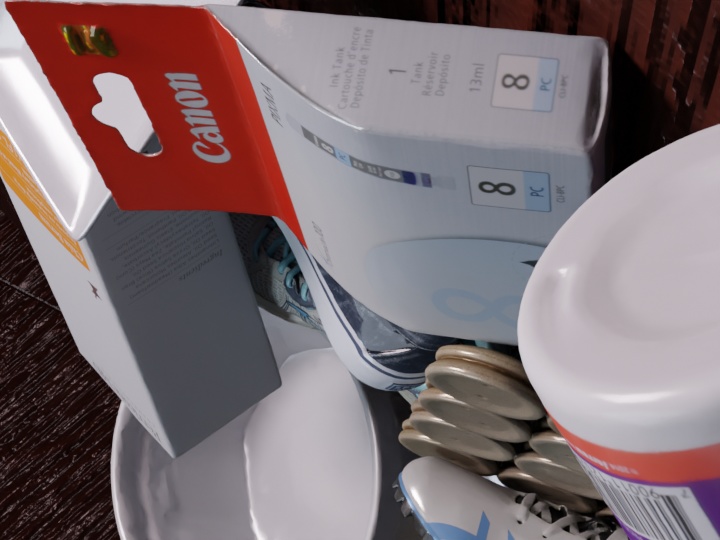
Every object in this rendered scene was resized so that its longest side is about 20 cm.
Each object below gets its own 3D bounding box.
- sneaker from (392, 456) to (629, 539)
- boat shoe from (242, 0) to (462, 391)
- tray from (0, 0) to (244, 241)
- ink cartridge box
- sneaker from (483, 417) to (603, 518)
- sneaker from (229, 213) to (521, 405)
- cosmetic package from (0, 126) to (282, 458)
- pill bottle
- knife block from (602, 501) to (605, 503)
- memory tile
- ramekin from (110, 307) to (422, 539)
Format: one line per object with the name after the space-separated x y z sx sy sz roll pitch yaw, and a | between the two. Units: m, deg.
0.108 0.135 0.815 0.199 0.073 0.072 30 -165 9 | sneaker
-0.004 -0.053 0.767 0.201 0.071 0.091 59 144 14 | boat shoe
-0.089 -0.112 0.695 0.108 0.022 0.200 56 131 18 | tray
-0.013 -0.030 0.625 0.199 0.048 0.160 5 157 10 | ink cartridge box
0.088 0.154 0.909 0.200 0.114 0.075 42 -154 19 | sneaker
0.000 0.000 0.859 0.200 0.078 0.086 33 171 18 | sneaker
-0.111 -0.015 0.857 0.101 0.071 0.201 41 157 38 | cosmetic package
0.134 0.065 0.486 0.200 0.111 0.111 55 167 -29 | pill bottle
0.143 0.190 0.979 0.175 0.064 0.200 38 164 41 | knife block
0.094 0.079 0.765 0.153 0.017 0.200 20 164 2 | memory tile
-0.036 0.112 1.016 0.200 0.201 0.105 42 -158 32 | ramekin
